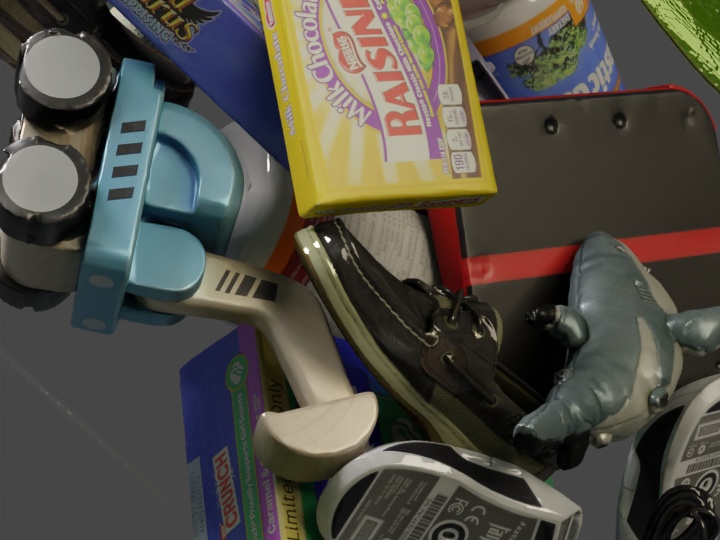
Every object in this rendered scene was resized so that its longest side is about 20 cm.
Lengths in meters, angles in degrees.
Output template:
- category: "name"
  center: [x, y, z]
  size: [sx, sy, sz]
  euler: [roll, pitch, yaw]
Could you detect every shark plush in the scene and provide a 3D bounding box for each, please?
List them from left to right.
- category: "shark plush"
  center: [0.109, 0.049, 1.111]
  size: [0.083, 0.091, 0.200]
  euler: [51, 44, -2]

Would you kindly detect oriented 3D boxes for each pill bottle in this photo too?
- category: "pill bottle"
  center: [0.000, 0.000, 1.207]
  size: [0.200, 0.109, 0.110]
  euler: [23, 46, -32]
- category: "pill bottle"
  center: [0.111, -0.094, 1.354]
  size: [0.200, 0.112, 0.112]
  euler: [63, 31, -28]

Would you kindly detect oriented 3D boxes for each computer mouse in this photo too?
- category: "computer mouse"
  center: [0.070, 0.124, 1.079]
  size: [0.199, 0.110, 0.044]
  euler: [22, 29, -22]
- category: "computer mouse"
  center: [0.168, 0.135, 1.218]
  size: [0.109, 0.201, 0.044]
  euler: [-7, 33, -40]

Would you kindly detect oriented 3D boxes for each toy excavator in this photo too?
- category: "toy excavator"
  center: [-0.084, -0.006, 1.072]
  size: [0.199, 0.100, 0.195]
  euler: [10, 62, -6]

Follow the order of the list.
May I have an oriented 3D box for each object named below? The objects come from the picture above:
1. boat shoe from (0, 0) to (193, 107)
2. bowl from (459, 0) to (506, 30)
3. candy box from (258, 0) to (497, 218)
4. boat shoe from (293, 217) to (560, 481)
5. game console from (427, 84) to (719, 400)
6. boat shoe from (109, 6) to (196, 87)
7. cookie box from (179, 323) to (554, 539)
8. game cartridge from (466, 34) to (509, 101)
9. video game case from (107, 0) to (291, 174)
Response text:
- category: "boat shoe"
  center: [-0.165, -0.144, 1.155]
  size: [0.200, 0.073, 0.075]
  euler: [28, 16, -29]
- category: "bowl"
  center: [0.033, -0.189, 1.223]
  size: [0.200, 0.091, 0.201]
  euler: [1, 26, 0]
- category: "candy box"
  center: [0.001, -0.127, 1.072]
  size: [0.102, 0.026, 0.201]
  euler: [-6, 78, -26]
- category: "boat shoe"
  center: [0.041, 0.039, 1.088]
  size: [0.201, 0.066, 0.072]
  euler: [52, 8, -32]
- category: "game console"
  center: [0.127, -0.012, 1.212]
  size: [0.199, 0.031, 0.178]
  euler: [-7, 86, -32]
- category: "boat shoe"
  center: [-0.067, -0.153, 1.296]
  size: [0.200, 0.066, 0.074]
  euler: [-27, 82, -51]
- category: "cookie box"
  center: [0.011, 0.131, 1.142]
  size: [0.199, 0.075, 0.172]
  euler: [17, 50, -35]
- category: "game cartridge"
  center: [0.074, -0.034, 1.295]
  size: [0.038, 0.130, 0.200]
  euler: [-31, 85, -34]
- category: "video game case"
  center: [-0.086, -0.153, 1.140]
  size: [0.200, 0.045, 0.181]
  euler: [43, 14, -10]
